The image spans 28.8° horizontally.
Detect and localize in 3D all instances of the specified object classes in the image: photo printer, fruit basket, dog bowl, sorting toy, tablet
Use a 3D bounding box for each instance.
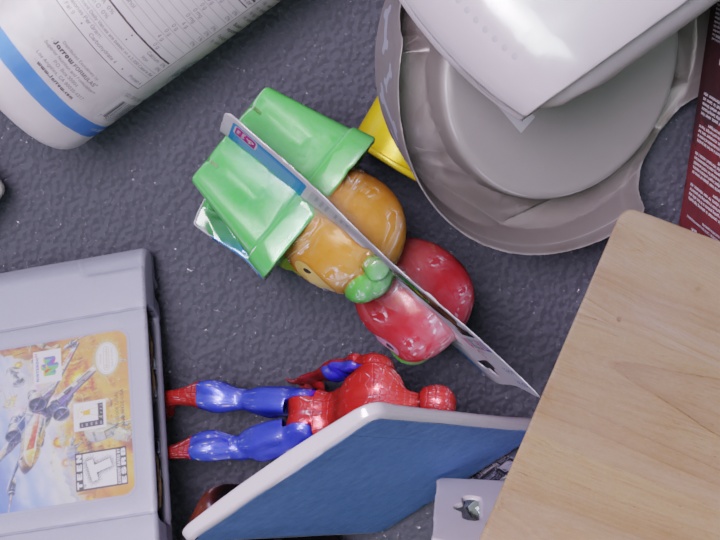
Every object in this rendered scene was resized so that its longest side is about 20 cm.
[{"bbox_3d":[0.099,-0.179,0.627,0.199,0.069,0.167,-34,91,1],"label":"photo printer"},{"bbox_3d":[0.000,0.000,0.739,0.094,0.185,0.200,-44,93,-3],"label":"fruit basket"},{"bbox_3d":[0.096,-0.112,0.736,0.198,0.059,0.202,-9,112,-22],"label":"dog bowl"},{"bbox_3d":[0.179,0.099,0.657,0.198,0.070,0.200,22,62,13],"label":"sorting toy"},{"bbox_3d":[0.007,0.108,0.748,0.130,0.199,0.014,-36,66,22],"label":"tablet"}]

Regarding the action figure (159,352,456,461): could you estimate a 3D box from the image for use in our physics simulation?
[{"bbox_3d":[-0.037,0.083,0.791,0.198,0.052,0.066,-10,57,30],"label":"action figure"}]

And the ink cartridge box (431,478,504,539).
[{"bbox_3d":[0.135,0.162,0.735,0.197,0.116,0.069,5,98,4],"label":"ink cartridge box"}]

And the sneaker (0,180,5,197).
[{"bbox_3d":[-0.317,-0.029,0.814,0.199,0.077,0.112,-37,100,5],"label":"sneaker"}]

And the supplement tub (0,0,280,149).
[{"bbox_3d":[-0.119,-0.170,0.749,0.199,0.132,0.133,-35,95,9],"label":"supplement tub"}]

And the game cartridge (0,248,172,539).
[{"bbox_3d":[-0.176,0.092,0.798,0.131,0.042,0.202,-8,68,2],"label":"game cartridge"}]

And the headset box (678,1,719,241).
[{"bbox_3d":[0.255,-0.072,0.731,0.147,0.077,0.202,2,108,-10],"label":"headset box"}]

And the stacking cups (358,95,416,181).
[{"bbox_3d":[0.066,-0.146,0.771,0.060,0.061,0.201,30,100,0],"label":"stacking cups"}]

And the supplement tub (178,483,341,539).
[{"bbox_3d":[-0.090,0.234,0.824,0.106,0.107,0.201,29,101,0],"label":"supplement tub"}]

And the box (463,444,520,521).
[{"bbox_3d":[0.180,0.159,0.816,0.157,0.050,0.200,-39,94,9],"label":"box"}]
